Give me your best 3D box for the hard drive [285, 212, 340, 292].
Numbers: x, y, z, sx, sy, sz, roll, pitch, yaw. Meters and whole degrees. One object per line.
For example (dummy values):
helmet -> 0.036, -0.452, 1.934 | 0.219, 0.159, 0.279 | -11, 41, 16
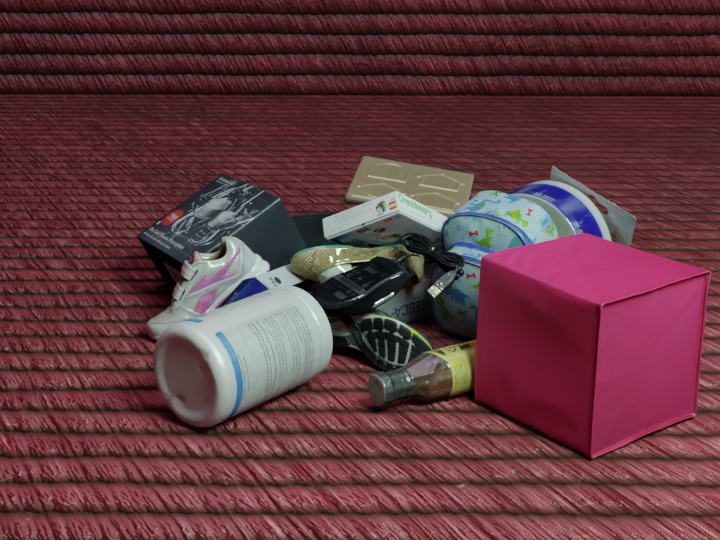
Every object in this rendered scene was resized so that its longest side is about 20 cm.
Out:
hard drive -> -0.032, -0.030, 1.860 | 0.200, 0.135, 0.042 | 4, -15, 18

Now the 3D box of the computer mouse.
computer mouse -> 0.046, 0.025, 1.573 | 0.200, 0.046, 0.140 | -31, 37, -29

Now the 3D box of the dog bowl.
dog bowl -> 0.271, -0.029, 1.752 | 0.200, 0.200, 0.079 | 15, 27, 39

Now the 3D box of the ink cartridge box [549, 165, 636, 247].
ink cartridge box -> 0.353, -0.059, 1.790 | 0.161, 0.200, 0.050 | 36, 56, 28

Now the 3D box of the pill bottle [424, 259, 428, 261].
pill bottle -> 0.038, -0.043, 1.931 | 0.200, 0.112, 0.112 | 4, 19, 11

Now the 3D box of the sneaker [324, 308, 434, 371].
sneaker -> 0.028, 0.084, 1.613 | 0.200, 0.074, 0.081 | 23, 20, 36

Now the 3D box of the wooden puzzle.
wooden puzzle -> 0.078, -0.119, 1.839 | 0.185, 0.046, 0.200 | 11, 25, 6

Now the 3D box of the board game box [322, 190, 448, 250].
board game box -> 0.052, -0.056, 1.703 | 0.126, 0.035, 0.200 | -19, -22, 28

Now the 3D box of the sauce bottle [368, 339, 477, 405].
sauce bottle -> 0.104, 0.130, 1.484 | 0.200, 0.066, 0.066 | -10, 21, -32

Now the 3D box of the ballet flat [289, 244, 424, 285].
ballet flat -> 0.000, 0.000, 1.678 | 0.200, 0.071, 0.065 | -5, 57, -14

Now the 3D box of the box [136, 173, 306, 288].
box -> -0.221, -0.046, 1.843 | 0.182, 0.104, 0.200 | -38, 33, -19

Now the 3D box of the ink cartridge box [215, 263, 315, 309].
ink cartridge box -> -0.134, 0.037, 1.687 | 0.039, 0.099, 0.200 | 51, 28, 10

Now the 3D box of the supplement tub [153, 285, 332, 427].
supplement tub -> -0.145, 0.104, 1.456 | 0.132, 0.132, 0.200 | 15, 23, 38

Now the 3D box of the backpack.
backpack -> 0.192, 0.001, 1.657 | 0.183, 0.200, 0.147 | 16, 35, 36

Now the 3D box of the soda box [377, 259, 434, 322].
soda box -> 0.059, 0.038, 1.764 | 0.200, 0.064, 0.068 | -14, 24, -39

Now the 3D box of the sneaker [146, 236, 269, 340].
sneaker -> -0.233, 0.021, 1.689 | 0.200, 0.088, 0.081 | -39, 21, -12

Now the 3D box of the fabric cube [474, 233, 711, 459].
fabric cube -> 0.279, 0.081, 1.424 | 0.200, 0.197, 0.199 | -13, 22, -35

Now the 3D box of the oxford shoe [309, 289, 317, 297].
oxford shoe -> -0.114, 0.068, 1.653 | 0.071, 0.074, 0.200 | 18, 25, 41
